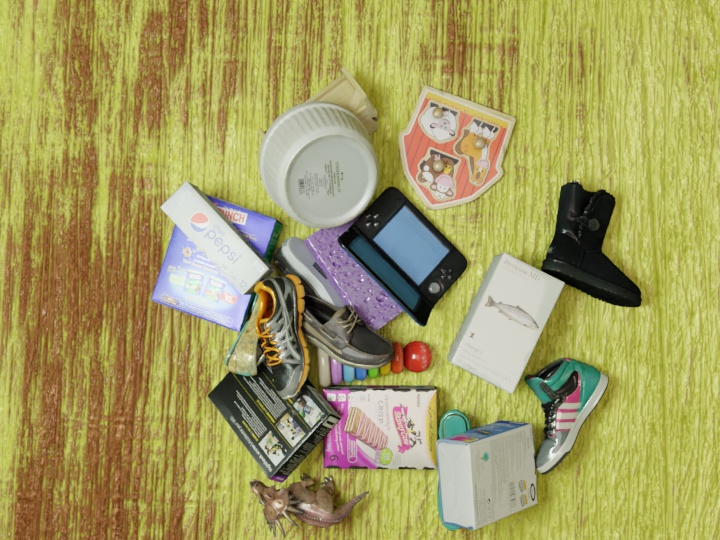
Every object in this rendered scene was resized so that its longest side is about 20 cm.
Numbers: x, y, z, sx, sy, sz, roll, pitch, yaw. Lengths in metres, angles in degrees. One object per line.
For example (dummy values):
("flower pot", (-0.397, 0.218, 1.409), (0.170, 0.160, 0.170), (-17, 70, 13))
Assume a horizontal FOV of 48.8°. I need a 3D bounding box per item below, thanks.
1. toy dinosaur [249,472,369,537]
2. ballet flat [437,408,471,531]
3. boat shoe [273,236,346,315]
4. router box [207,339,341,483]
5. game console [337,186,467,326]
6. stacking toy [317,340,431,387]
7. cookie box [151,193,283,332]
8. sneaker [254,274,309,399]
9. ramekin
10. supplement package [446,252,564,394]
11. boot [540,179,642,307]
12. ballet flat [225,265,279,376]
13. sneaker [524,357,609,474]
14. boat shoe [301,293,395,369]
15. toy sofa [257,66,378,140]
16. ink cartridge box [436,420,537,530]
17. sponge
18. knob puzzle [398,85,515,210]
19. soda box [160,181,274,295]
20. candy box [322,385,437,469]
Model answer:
("toy dinosaur", (-0.087, 0.399, 1.333), (0.196, 0.136, 0.087), (6, 89, 3))
("ballet flat", (0.166, 0.336, 1.354), (0.066, 0.070, 0.204), (0, 91, 14))
("boat shoe", (-0.072, 0.030, 1.383), (0.056, 0.069, 0.201), (-37, 95, 36))
("router box", (-0.149, 0.230, 1.342), (0.149, 0.051, 0.200), (-46, 60, 1))
("game console", (0.076, -0.029, 1.321), (0.200, 0.118, 0.171), (44, 76, -2))
("stacking toy", (0.025, 0.151, 1.364), (0.196, 0.085, 0.087), (-4, 88, -1))
("cookie box", (-0.247, -0.017, 1.381), (0.169, 0.075, 0.203), (19, 90, 3))
("sneaker", (-0.135, 0.107, 1.288), (0.078, 0.076, 0.204), (-18, 73, 44))
("ramekin", (-0.061, -0.164, 1.302), (0.197, 0.105, 0.203), (-9, 121, -15))
("supplement package", (0.240, 0.086, 1.333), (0.116, 0.117, 0.202), (25, 90, 4))
("boot", (0.410, -0.045, 1.346), (0.197, 0.076, 0.171), (22, 79, -12))
("ballet flat", (-0.163, 0.088, 1.349), (0.070, 0.071, 0.202), (20, 64, 3))
("sneaker", (0.320, 0.230, 1.340), (0.120, 0.084, 0.201), (34, 83, -2))
("boat shoe", (-0.034, 0.098, 1.308), (0.197, 0.075, 0.074), (20, 129, 18))
("toy sofa", (-0.071, -0.249, 1.385), (0.199, 0.098, 0.083), (-36, 62, 2))
("ink cartridge box", (0.220, 0.328, 1.302), (0.198, 0.076, 0.139), (-5, 91, -40))
("sponge", (0.000, 0.000, 1.371), (0.111, 0.030, 0.201), (-32, 87, -22))
("knob puzzle", (0.158, -0.203, 1.388), (0.215, 0.030, 0.224), (0, 89, 3))
("soda box", (-0.234, -0.052, 1.310), (0.063, 0.068, 0.200), (-44, 87, 1))
("candy box", (0.034, 0.269, 1.367), (0.196, 0.061, 0.139), (-1, 89, 3))
